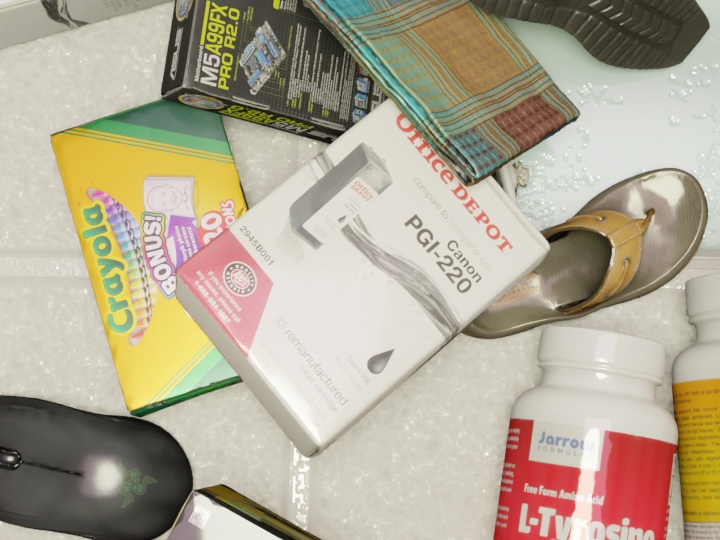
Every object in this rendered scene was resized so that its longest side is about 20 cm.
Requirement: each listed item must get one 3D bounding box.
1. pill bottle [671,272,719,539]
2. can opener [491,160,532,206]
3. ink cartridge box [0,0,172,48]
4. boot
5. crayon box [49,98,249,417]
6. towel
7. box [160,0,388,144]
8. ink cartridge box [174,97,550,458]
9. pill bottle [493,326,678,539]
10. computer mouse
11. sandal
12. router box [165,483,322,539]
[{"bbox_3d":[0.264,0.104,0.877,0.110,0.111,0.202,-3,82,0],"label":"pill bottle"},{"bbox_3d":[0.076,-0.122,0.939,0.066,0.053,0.202,-10,82,-2],"label":"can opener"},{"bbox_3d":[-0.238,-0.245,0.942,0.198,0.083,0.147,-15,82,-2],"label":"ink cartridge box"},{"bbox_3d":[0.148,-0.227,0.947,0.199,0.078,0.139,18,36,-29],"label":"boot"},{"bbox_3d":[-0.129,-0.012,0.921,0.118,0.058,0.202,-17,82,-4],"label":"crayon box"},{"bbox_3d":[0.047,-0.155,0.868,0.200,0.022,0.146,50,44,8],"label":"towel"},{"bbox_3d":[-0.044,-0.199,0.919,0.159,0.044,0.202,11,81,-28],"label":"box"},{"bbox_3d":[0.000,0.000,0.857,0.200,0.085,0.146,-40,85,-15],"label":"ink cartridge box"},{"bbox_3d":[0.147,0.144,0.872,0.111,0.112,0.202,8,82,1],"label":"pill bottle"},{"bbox_3d":[-0.215,0.140,0.904,0.198,0.053,0.140,6,81,1],"label":"computer mouse"},{"bbox_3d":[0.152,-0.011,0.922,0.198,0.055,0.082,-19,82,-2],"label":"sandal"},{"bbox_3d":[-0.024,0.206,0.842,0.199,0.157,0.053,28,83,3],"label":"router box"}]
